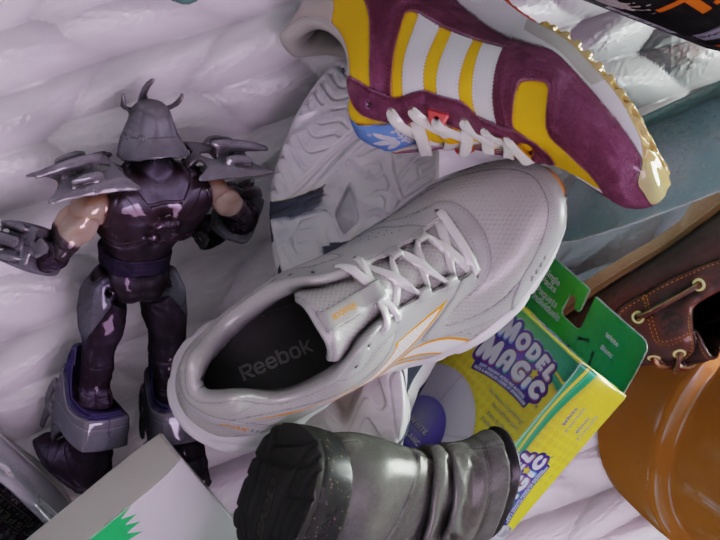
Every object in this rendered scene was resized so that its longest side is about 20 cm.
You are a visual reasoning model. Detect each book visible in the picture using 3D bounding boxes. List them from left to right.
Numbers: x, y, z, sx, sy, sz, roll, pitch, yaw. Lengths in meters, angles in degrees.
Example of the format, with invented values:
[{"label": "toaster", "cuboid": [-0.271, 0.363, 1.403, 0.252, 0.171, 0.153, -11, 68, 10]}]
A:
[{"label": "book", "cuboid": [-0.092, 0.182, 1.035, 0.134, 0.048, 0.200, -39, 129, -4]}]

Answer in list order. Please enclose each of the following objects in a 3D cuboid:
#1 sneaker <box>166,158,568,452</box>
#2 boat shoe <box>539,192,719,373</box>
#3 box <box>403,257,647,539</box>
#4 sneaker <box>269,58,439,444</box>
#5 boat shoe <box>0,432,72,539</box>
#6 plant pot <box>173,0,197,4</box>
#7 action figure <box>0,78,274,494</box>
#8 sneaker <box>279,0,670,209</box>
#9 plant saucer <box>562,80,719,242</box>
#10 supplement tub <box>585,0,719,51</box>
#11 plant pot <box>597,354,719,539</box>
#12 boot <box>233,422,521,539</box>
[{"label": "sneaker", "cuboid": [0.007, 0.015, 0.940, 0.200, 0.076, 0.092, -33, 175, -5]}, {"label": "boat shoe", "cuboid": [0.165, 0.016, 1.128, 0.200, 0.070, 0.070, -39, 161, 23]}, {"label": "box", "cuboid": [0.047, 0.081, 1.100, 0.200, 0.117, 0.048, -50, 133, 4]}, {"label": "sneaker", "cuboid": [0.000, 0.000, 1.054, 0.079, 0.130, 0.199, -3, 85, 1]}, {"label": "boat shoe", "cuboid": [-0.195, 0.097, 0.989, 0.072, 0.069, 0.200, -41, 133, -3]}, {"label": "plant pot", "cuboid": [-0.045, -0.217, 0.807, 0.196, 0.200, 0.200, -42, 133, 8]}, {"label": "action figure", "cuboid": [-0.105, 0.006, 0.991, 0.130, 0.069, 0.200, -4, 117, -22]}, {"label": "sneaker", "cuboid": [0.048, -0.072, 0.946, 0.090, 0.200, 0.075, -43, 143, -3]}, {"label": "plant saucer", "cuboid": [0.178, -0.070, 1.064, 0.201, 0.201, 0.039, -26, 94, -16]}, {"label": "supplement tub", "cuboid": [0.146, -0.172, 0.993, 0.200, 0.123, 0.123, 13, 111, -38]}, {"label": "plant pot", "cuboid": [0.264, 0.103, 1.207, 0.200, 0.183, 0.200, -16, 126, -23]}, {"label": "boot", "cuboid": [-0.009, 0.155, 0.988, 0.131, 0.068, 0.200, 8, 121, -36]}]
